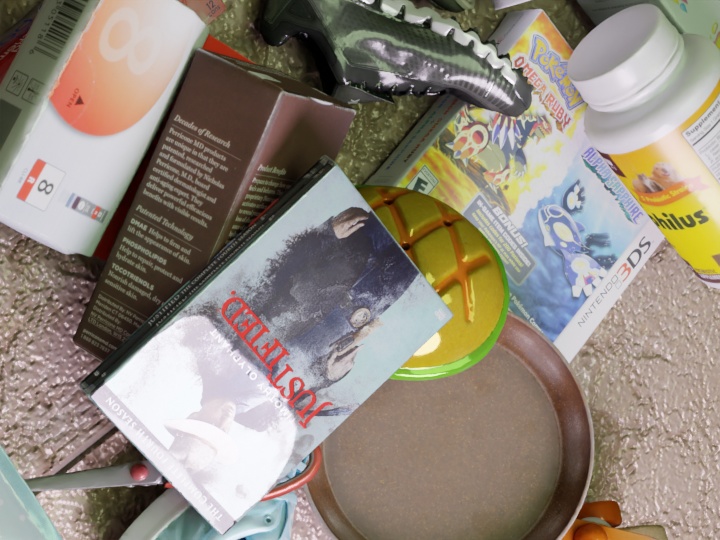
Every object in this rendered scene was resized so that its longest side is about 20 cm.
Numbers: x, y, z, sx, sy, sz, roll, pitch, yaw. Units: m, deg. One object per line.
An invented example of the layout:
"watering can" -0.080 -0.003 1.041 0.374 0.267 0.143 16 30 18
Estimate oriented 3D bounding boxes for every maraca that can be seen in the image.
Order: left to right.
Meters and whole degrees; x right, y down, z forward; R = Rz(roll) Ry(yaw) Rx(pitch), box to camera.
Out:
"maraca" 0.000 0.000 1.411 0.200 0.107 0.137 19 58 0

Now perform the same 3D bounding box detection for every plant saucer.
"plant saucer" 0.056 0.117 1.460 0.200 0.034 0.201 0 78 -2

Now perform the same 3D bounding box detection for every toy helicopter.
"toy helicopter" 0.124 0.203 1.502 0.200 0.132 0.079 -5 76 -21

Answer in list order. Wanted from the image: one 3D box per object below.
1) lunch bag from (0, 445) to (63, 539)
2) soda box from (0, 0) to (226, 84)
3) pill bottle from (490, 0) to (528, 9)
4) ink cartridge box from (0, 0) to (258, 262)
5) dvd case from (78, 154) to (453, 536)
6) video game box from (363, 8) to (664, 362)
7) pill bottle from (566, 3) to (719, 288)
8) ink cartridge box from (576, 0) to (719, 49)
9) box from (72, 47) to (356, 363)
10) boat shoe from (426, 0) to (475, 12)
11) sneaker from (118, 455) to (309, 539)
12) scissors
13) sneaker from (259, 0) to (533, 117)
"lunch bag" -0.292 0.126 1.234 0.170 0.122 0.200 -33 101 -25
"soda box" -0.180 -0.126 1.325 0.200 0.063 0.070 -45 114 -22
"pill bottle" 0.104 -0.284 1.461 0.112 0.112 0.200 -19 97 -30
"ink cartridge box" -0.134 -0.079 1.300 0.200 0.050 0.162 29 88 -49
"dvd case" -0.053 0.047 1.303 0.200 0.022 0.146 -42 125 -6
"video game box" 0.121 -0.051 1.534 0.200 0.047 0.182 49 65 -25
"pill bottle" 0.231 -0.088 1.514 0.200 0.109 0.109 48 68 -25
"ink cartridge box" 0.251 -0.209 1.581 0.200 0.083 0.146 48 64 -25
"box" -0.089 -0.028 1.329 0.200 0.075 0.100 -64 155 8
"boat shoe" 0.006 -0.248 1.451 0.200 0.057 0.067 52 31 -28
"sneaker" -0.064 0.145 1.391 0.082 0.074 0.200 41 77 17
"scissors" -0.124 0.130 1.349 0.200 0.014 0.073 -19 73 -11
"sneaker" 0.018 -0.140 1.442 0.200 0.066 0.091 29 87 -14
